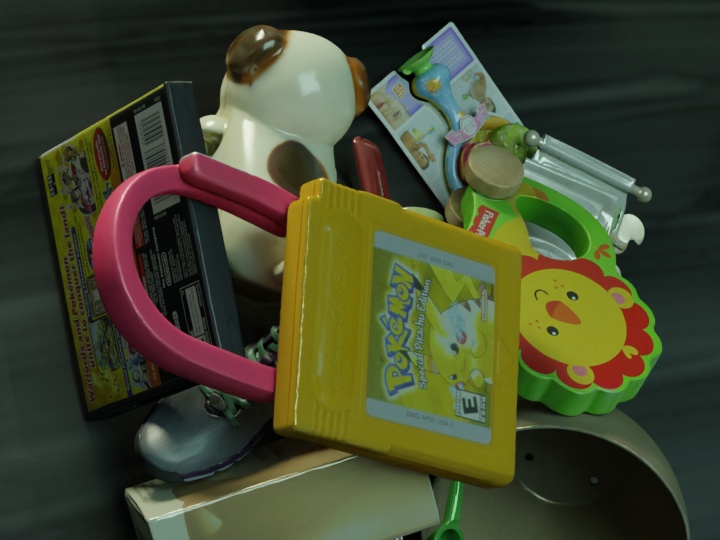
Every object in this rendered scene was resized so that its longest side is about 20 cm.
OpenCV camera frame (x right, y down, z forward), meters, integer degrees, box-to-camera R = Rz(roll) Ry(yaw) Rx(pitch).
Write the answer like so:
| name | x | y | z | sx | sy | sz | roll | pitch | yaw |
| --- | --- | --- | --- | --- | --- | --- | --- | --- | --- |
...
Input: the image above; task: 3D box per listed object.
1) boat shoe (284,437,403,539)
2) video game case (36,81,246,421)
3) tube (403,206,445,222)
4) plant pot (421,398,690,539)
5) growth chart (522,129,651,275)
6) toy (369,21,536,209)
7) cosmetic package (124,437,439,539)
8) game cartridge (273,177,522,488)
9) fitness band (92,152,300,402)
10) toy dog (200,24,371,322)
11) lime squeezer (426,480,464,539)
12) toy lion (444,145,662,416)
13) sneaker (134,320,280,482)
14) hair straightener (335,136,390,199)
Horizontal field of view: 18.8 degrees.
| name | x | y | z | sx | sy | sz | roll | pitch | yaw |
| --- | --- | --- | --- | --- | --- | --- | --- | --- | --- |
| boat shoe | -0.013 | 0.137 | 1.626 | 0.071 | 0.069 | 0.201 | -22 | 88 | -32 |
| video game case | -0.155 | -0.010 | 1.518 | 0.025 | 0.181 | 0.201 | -5 | 79 | -39 |
| tube | 0.036 | 0.052 | 1.684 | 0.052 | 0.058 | 0.201 | 3 | 68 | 2 |
| plant pot | 0.153 | 0.171 | 1.663 | 0.200 | 0.200 | 0.135 | 44 | 26 | -13 |
| growth chart | 0.145 | -0.010 | 1.755 | 0.145 | 0.018 | 0.200 | 34 | 82 | -21 |
| toy | 0.104 | -0.097 | 1.772 | 0.115 | 0.047 | 0.200 | -42 | 99 | -30 |
| cosmetic package | -0.056 | 0.166 | 1.533 | 0.199 | 0.105 | 0.071 | -17 | 101 | -14 |
| game cartridge | 0.030 | 0.044 | 1.478 | 0.200 | 0.032 | 0.177 | 18 | 67 | -40 |
| fitness band | -0.087 | 0.007 | 1.425 | 0.200 | 0.037 | 0.144 | 23 | 63 | -36 |
| toy dog | -0.070 | -0.079 | 1.587 | 0.139 | 0.194 | 0.201 | 16 | 78 | -16 |
| lime squeezer | 0.048 | 0.210 | 1.580 | 0.038 | 0.071 | 0.200 | 21 | 104 | -30 |
| toy lion | 0.138 | 0.016 | 1.634 | 0.191 | 0.069 | 0.200 | 25 | 43 | 1 |
| sneaker | -0.075 | 0.070 | 1.529 | 0.200 | 0.088 | 0.074 | -33 | 68 | -32 |
| hair straightener | 0.000 | 0.000 | 1.676 | 0.041 | 0.077 | 0.201 | 16 | 53 | -55 |
